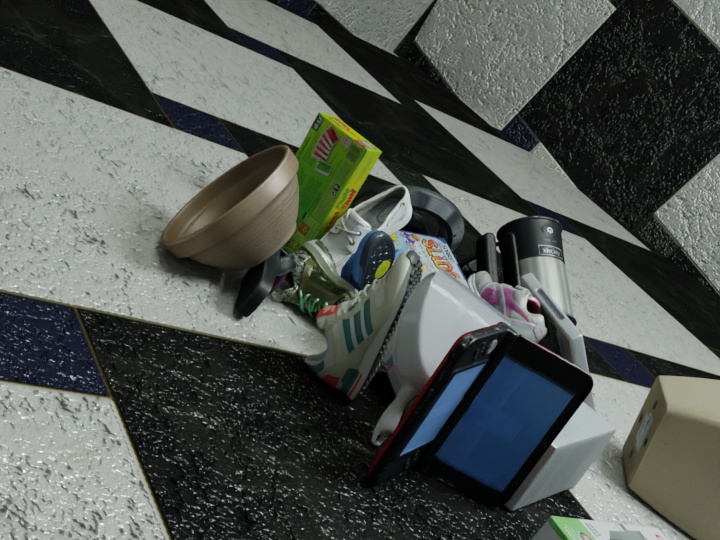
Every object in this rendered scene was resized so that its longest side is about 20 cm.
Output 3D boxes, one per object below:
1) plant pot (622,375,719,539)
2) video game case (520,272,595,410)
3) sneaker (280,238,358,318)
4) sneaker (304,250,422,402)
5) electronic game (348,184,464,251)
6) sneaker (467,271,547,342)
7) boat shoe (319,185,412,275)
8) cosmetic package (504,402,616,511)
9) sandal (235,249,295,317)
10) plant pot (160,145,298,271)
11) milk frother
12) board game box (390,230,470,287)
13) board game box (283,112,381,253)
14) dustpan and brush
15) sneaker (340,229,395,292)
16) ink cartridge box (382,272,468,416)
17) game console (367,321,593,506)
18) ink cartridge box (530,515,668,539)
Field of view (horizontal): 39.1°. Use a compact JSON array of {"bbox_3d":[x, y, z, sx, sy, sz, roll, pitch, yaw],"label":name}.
[{"bbox_3d":[0.488,0.261,1.461,0.177,0.200,0.200,22,18,5],"label":"plant pot"},{"bbox_3d":[0.303,0.128,1.545,0.182,0.024,0.200,-118,-171,-56],"label":"video game case"},{"bbox_3d":[-0.061,0.041,1.359,0.088,0.077,0.200,-15,43,-23],"label":"sneaker"},{"bbox_3d":[-0.002,0.054,1.183,0.093,0.200,0.070,28,24,8],"label":"sneaker"},{"bbox_3d":[0.066,-0.069,1.625,0.200,0.200,0.042,23,51,-24],"label":"electronic game"},{"bbox_3d":[0.223,0.062,1.524,0.200,0.088,0.081,-113,176,-54],"label":"sneaker"},{"bbox_3d":[-0.008,-0.060,1.483,0.071,0.200,0.069,42,-21,22],"label":"boat shoe"},{"bbox_3d":[0.231,0.224,1.263,0.071,0.102,0.200,41,20,28],"label":"cosmetic package"},{"bbox_3d":[-0.118,0.008,1.318,0.048,0.075,0.201,38,25,-14],"label":"sandal"},{"bbox_3d":[-0.149,-0.065,1.302,0.093,0.201,0.201,55,11,-21],"label":"plant pot"},{"bbox_3d":[0.265,0.030,1.788,0.180,0.200,0.188,3,63,-11],"label":"milk frother"},{"bbox_3d":[0.093,0.013,1.512,0.135,0.034,0.200,9,34,-26],"label":"board game box"},{"bbox_3d":[-0.064,-0.122,1.517,0.102,0.200,0.048,40,20,23],"label":"board game box"},{"bbox_3d":[0.073,0.113,1.148,0.140,0.200,0.057,36,-16,-31],"label":"dustpan and brush"},{"bbox_3d":[0.000,0.000,1.384,0.078,0.066,0.200,42,-23,22],"label":"sneaker"},{"bbox_3d":[0.101,0.106,1.285,0.145,0.087,0.200,11,47,-47],"label":"ink cartridge box"},{"bbox_3d":[0.130,0.168,1.086,0.119,0.200,0.172,39,20,21],"label":"game console"},{"bbox_3d":[0.279,0.342,1.063,0.200,0.084,0.146,16,24,-40],"label":"ink cartridge box"}]
